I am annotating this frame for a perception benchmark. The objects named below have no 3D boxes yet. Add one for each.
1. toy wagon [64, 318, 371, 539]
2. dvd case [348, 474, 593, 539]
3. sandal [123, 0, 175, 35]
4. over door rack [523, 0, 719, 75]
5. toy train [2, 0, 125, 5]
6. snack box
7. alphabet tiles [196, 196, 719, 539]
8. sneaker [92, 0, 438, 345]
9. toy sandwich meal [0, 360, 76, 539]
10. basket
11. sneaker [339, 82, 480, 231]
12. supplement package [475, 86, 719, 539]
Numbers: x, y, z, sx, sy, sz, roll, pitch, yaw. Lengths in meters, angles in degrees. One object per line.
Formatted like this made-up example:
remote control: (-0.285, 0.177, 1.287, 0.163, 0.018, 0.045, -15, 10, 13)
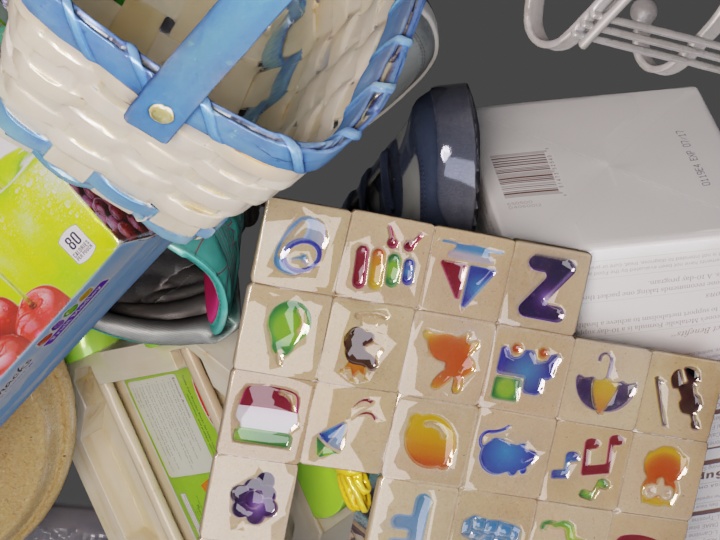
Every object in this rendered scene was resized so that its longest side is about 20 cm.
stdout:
toy wagon: (-0.055, 0.086, 0.951, 0.200, 0.040, 0.156, -12, 105, 48)
dvd case: (-0.001, 0.099, 0.974, 0.146, 0.022, 0.200, 41, 140, 2)
sandal: (-0.044, -0.171, 0.840, 0.075, 0.045, 0.200, 18, 121, -21)
over door rack: (0.174, -0.143, 0.845, 0.147, 0.067, 0.200, 6, 149, -43)
toy train: (-0.129, -0.146, 0.841, 0.056, 0.042, 0.201, 10, 131, 30)
snack box: (-0.191, -0.033, 0.842, 0.200, 0.068, 0.169, 47, 112, 8)
alphabet tiles: (0.042, 0.068, 0.870, 0.199, 0.008, 0.168, 10, 99, -16)
sneaker: (-0.052, -0.037, 0.890, 0.199, 0.121, 0.084, -28, 126, 10)
toy sandwich meal: (-0.214, 0.060, 0.973, 0.204, 0.070, 0.206, -1, 118, -2)
basket: (-0.038, -0.113, 0.736, 0.139, 0.177, 0.200, 34, 137, -16)
sneaker: (0.000, 0.000, 0.943, 0.082, 0.070, 0.201, 6, 135, -8)
supplement package: (0.103, 0.037, 0.974, 0.109, 0.114, 0.201, -6, 126, -7)
